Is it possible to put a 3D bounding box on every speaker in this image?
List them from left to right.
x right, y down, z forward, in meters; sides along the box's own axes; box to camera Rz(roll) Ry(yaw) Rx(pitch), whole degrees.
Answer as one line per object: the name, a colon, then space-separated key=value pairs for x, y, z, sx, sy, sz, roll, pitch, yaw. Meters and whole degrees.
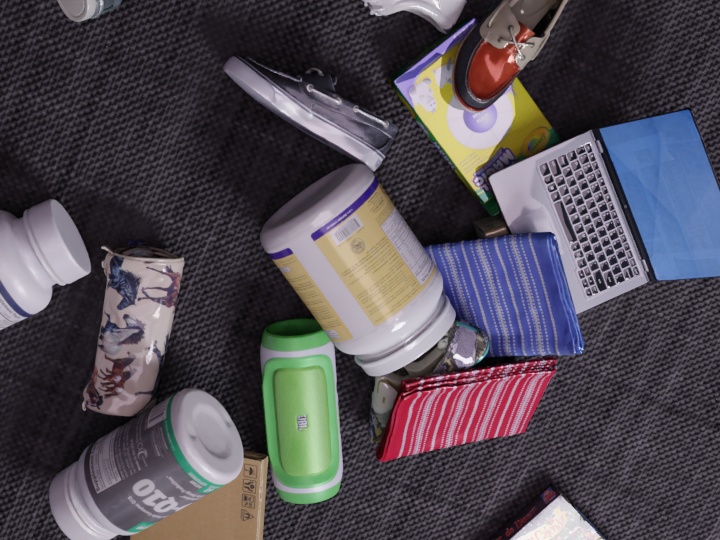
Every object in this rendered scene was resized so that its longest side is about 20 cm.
speaker: x=-0.067 y=0.161 z=1.248 sx=0.088 sy=0.088 sz=0.200 roll=-5 pitch=103 yaw=-5

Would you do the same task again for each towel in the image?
towel: x=0.120 y=0.161 z=1.240 sx=0.200 sy=0.023 sz=0.145 roll=-7 pitch=140 yaw=-21
towel: x=0.145 y=0.034 z=1.211 sx=0.200 sy=0.024 sz=0.145 roll=-7 pitch=108 yaw=37

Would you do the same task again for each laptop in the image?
laptop: x=0.268 y=-0.050 z=1.145 sx=0.200 sy=0.116 sz=0.188 roll=-24 pitch=103 yaw=0

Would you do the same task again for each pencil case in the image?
pencil case: x=-0.258 y=0.069 z=1.210 sx=0.089 sy=0.078 sz=0.200 roll=13 pitch=101 yaw=1

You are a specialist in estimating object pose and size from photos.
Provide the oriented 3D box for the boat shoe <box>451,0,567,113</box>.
boat shoe: x=0.166 y=-0.254 z=1.154 sx=0.071 sy=0.063 sz=0.200 roll=40 pitch=73 yaw=-19

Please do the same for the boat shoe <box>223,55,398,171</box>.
boat shoe: x=-0.051 y=-0.186 z=1.177 sx=0.200 sy=0.072 sz=0.068 roll=31 pitch=89 yaw=-7

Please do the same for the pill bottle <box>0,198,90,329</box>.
pill bottle: x=-0.399 y=0.005 z=1.158 sx=0.200 sy=0.120 sz=0.120 roll=-25 pitch=104 yaw=0

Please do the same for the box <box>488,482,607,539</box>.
box: x=0.214 y=0.382 z=1.352 sx=0.200 sy=0.038 sz=0.137 roll=-43 pitch=104 yaw=4

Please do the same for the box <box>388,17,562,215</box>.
box: x=0.136 y=-0.167 z=1.214 sx=0.117 sy=0.048 sz=0.200 roll=-38 pitch=105 yaw=2

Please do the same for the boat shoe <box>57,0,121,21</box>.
boat shoe: x=-0.305 y=-0.360 z=1.126 sx=0.062 sy=0.073 sz=0.200 roll=-26 pitch=100 yaw=-44

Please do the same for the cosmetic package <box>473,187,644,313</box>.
cosmetic package: x=0.242 y=-0.035 z=1.243 sx=0.200 sy=0.073 sz=0.104 roll=-20 pitch=104 yaw=0

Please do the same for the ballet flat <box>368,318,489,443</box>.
ballet flat: x=0.058 y=0.120 z=1.240 sx=0.072 sy=0.072 sz=0.200 roll=39 pitch=117 yaw=-13

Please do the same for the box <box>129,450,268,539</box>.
box: x=-0.193 y=0.298 z=1.272 sx=0.163 sy=0.021 sz=0.200 roll=8 pitch=104 yaw=13

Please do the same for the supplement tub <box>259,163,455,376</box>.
supplement tub: x=0.000 y=0.000 z=1.187 sx=0.145 sy=0.145 sz=0.200 roll=-34 pitch=104 yaw=2

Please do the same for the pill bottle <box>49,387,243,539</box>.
pill bottle: x=-0.238 y=0.222 z=1.198 sx=0.200 sy=0.113 sz=0.113 roll=-31 pitch=105 yaw=20

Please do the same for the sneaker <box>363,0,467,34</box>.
sneaker: x=0.021 y=-0.309 z=1.155 sx=0.200 sy=0.073 sz=0.071 roll=18 pitch=97 yaw=-10
